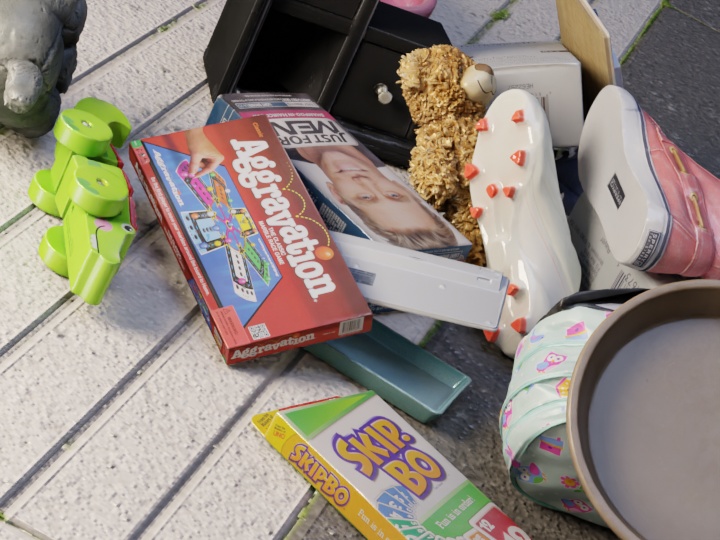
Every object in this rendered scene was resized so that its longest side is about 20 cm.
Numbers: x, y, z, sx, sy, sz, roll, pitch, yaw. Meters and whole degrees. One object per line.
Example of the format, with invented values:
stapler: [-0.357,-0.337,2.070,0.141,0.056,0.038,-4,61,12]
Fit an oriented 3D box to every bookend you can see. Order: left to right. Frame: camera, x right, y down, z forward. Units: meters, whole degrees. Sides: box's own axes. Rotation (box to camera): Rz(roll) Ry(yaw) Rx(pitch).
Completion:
bookend: [0.002,-0.207,1.670,0.199,0.199,0.092,18,25,-19]

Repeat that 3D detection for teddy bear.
teddy bear: [0.089,-0.079,1.575,0.145,0.067,0.201,9,71,-36]

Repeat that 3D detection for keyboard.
keyboard: [0.000,0.000,1.401,0.199,0.011,0.056,13,47,5]

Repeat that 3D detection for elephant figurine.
elephant figurine: [-0.300,-0.169,1.433,0.199,0.155,0.142,15,70,0]

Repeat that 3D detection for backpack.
backpack: [0.191,0.098,1.335,0.199,0.167,0.127,18,43,-3]

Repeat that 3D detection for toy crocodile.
toy crocodile: [-0.176,-0.048,1.361,0.062,0.068,0.200,16,28,-23]

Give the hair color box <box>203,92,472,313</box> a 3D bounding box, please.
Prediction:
hair color box: [-0.022,-0.052,1.520,0.100,0.061,0.200,-7,42,-48]

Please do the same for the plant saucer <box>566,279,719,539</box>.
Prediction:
plant saucer: [0.219,0.100,1.249,0.199,0.029,0.201,3,63,-7]

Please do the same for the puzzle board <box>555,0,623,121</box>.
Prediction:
puzzle board: [0.202,-0.143,1.760,0.017,0.200,0.151,-15,32,-4]

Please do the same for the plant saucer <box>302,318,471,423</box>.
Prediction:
plant saucer: [-0.022,0.039,1.402,0.200,0.019,0.070,33,26,10]

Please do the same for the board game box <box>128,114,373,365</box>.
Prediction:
board game box: [-0.076,-0.025,1.394,0.103,0.019,0.200,-13,50,-20]

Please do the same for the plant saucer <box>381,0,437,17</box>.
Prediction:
plant saucer: [-0.027,-0.275,1.939,0.200,0.051,0.201,22,27,-12]

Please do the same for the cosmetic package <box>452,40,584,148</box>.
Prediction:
cosmetic package: [0.129,-0.148,1.735,0.101,0.074,0.200,-4,13,-1]

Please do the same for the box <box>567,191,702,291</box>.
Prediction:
box: [0.259,0.045,1.551,0.199,0.105,0.184,11,29,-28]

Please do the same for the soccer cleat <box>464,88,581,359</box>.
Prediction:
soccer cleat: [0.123,-0.032,1.517,0.077,0.201,0.069,7,-13,-43]

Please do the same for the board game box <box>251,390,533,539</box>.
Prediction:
board game box: [0.028,0.138,1.259,0.200,0.030,0.095,39,28,29]

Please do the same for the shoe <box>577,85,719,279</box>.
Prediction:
shoe: [0.223,-0.059,1.520,0.091,0.072,0.200,17,32,-17]

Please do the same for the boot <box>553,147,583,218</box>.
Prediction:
boot: [0.180,-0.078,1.721,0.073,0.090,0.200,5,33,-37]
